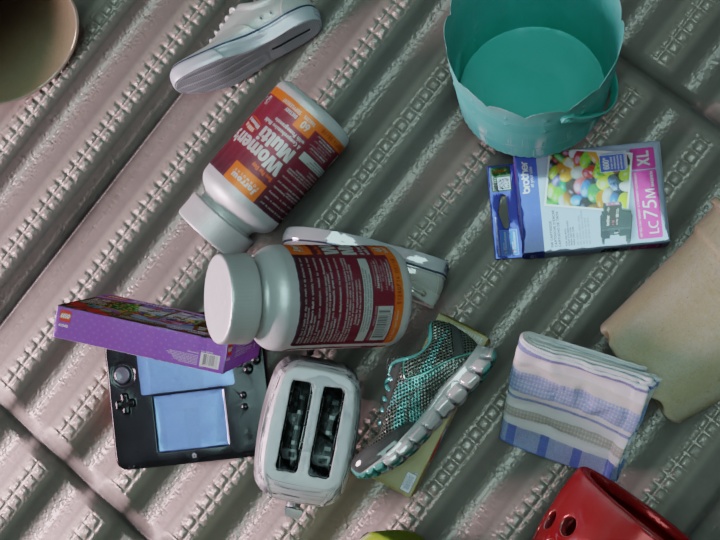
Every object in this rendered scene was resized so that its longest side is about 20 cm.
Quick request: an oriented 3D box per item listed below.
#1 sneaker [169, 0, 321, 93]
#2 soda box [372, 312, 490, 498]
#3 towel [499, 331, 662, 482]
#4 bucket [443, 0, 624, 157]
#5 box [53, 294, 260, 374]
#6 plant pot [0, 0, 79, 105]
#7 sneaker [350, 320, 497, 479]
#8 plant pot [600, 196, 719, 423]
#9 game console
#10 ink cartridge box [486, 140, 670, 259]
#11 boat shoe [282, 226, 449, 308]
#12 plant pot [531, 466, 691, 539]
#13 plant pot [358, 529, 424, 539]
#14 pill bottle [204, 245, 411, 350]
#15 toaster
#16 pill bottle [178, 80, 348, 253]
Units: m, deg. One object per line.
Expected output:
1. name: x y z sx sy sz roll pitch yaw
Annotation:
1. sneaker: -0.147 -0.284 1.283 0.199 0.073 0.071 -26 70 -4
2. soda box: 0.076 0.152 1.187 0.064 0.068 0.201 27 88 11
3. towel: 0.225 0.149 1.109 0.146 0.200 0.024 18 51 14
4. bucket: 0.193 -0.234 1.165 0.206 0.135 0.208 -3 71 8
5. box: -0.224 0.069 1.180 0.199 0.137 0.039 11 95 9
6. plant pot: -0.481 -0.341 1.296 0.187 0.187 0.200 -42 65 2
7. sneaker: 0.052 0.136 1.126 0.091 0.078 0.200 43 82 14
8. plant pot: 0.366 0.058 1.105 0.183 0.200 0.201 -40 79 14
9. game console: -0.206 0.141 1.254 0.199 0.031 0.178 -7 82 9
10. ink cartridge box: 0.249 -0.079 1.204 0.199 0.042 0.120 -5 82 10
11. boat shoe: 0.000 0.000 1.221 0.199 0.071 0.070 14 83 4
12. plant pot: 0.256 0.332 1.071 0.200 0.200 0.183 36 92 11
13. plant pot: 0.027 0.390 1.107 0.200 0.199 0.182 -40 72 3
14. pill bottle: -0.055 0.028 1.100 0.199 0.109 0.110 0 81 -26
15. toaster: -0.056 0.172 1.168 0.113 0.129 0.201 12 85 -4
16. pill bottle: -0.115 -0.115 1.230 0.109 0.110 0.200 41 90 11
